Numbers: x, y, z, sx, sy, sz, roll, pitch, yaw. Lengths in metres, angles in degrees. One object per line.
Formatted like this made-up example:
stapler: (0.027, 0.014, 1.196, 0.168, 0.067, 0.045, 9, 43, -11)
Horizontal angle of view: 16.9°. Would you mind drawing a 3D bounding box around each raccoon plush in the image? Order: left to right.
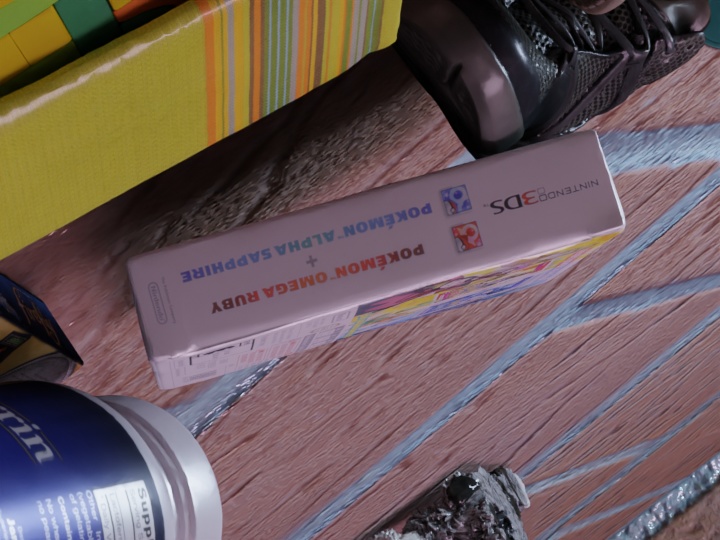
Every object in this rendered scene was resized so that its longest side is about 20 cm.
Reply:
raccoon plush: (0.068, 0.230, 1.945, 0.134, 0.097, 0.200, -30, 167, 12)

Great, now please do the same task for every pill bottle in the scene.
pill bottle: (-0.137, 0.099, 0.864, 0.116, 0.116, 0.200, -41, 165, 21)

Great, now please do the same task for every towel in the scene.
towel: (-0.072, -0.050, 0.725, 0.200, 0.018, 0.086, -30, 160, -15)

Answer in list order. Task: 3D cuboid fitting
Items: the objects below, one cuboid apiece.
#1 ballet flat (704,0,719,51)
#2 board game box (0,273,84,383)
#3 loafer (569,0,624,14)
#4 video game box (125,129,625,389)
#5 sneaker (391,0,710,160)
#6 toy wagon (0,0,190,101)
ballet flat: (0.214, -0.174, 1.053, 0.200, 0.068, 0.067, -38, -174, 31)
board game box: (-0.188, 0.044, 0.877, 0.135, 0.035, 0.200, -35, 166, 0)
loafer: (0.112, -0.159, 0.821, 0.068, 0.076, 0.200, -21, 160, -26)
video game box: (0.000, 0.000, 0.970, 0.181, 0.047, 0.200, -13, 175, -5)
sneaker: (0.073, -0.096, 0.942, 0.114, 0.076, 0.199, -38, 168, 6)
toy wagon: (-0.098, -0.064, 0.725, 0.155, 0.040, 0.200, -34, 165, -4)
